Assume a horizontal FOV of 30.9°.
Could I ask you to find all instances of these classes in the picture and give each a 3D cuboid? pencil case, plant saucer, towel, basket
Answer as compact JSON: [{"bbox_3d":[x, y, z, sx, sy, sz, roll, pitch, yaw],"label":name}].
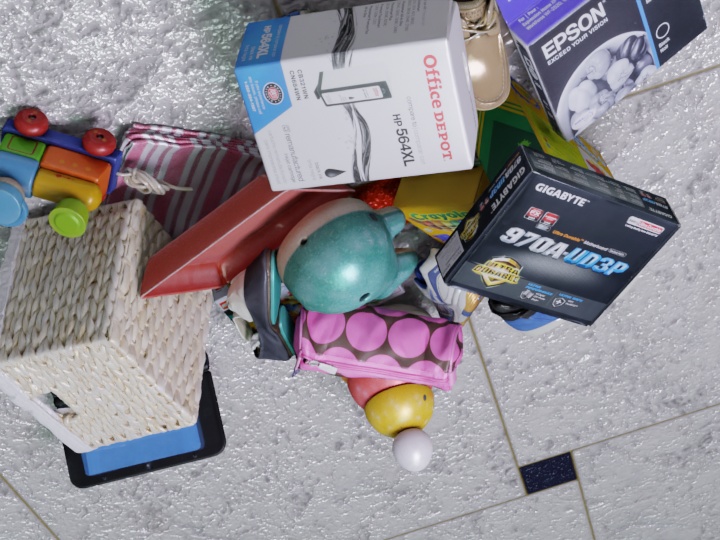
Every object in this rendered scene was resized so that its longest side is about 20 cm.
[{"bbox_3d":[0.021,0.092,1.521,0.199,0.094,0.091,6,119,-1],"label":"pencil case"},{"bbox_3d":[-0.123,-0.043,1.379,0.200,0.037,0.200,-34,172,18],"label":"plant saucer"},{"bbox_3d":[-0.175,-0.085,1.422,0.199,0.030,0.147,7,134,-22],"label":"towel"},{"bbox_3d":[-0.276,0.060,1.398,0.160,0.201,0.198,-12,141,20],"label":"basket"}]

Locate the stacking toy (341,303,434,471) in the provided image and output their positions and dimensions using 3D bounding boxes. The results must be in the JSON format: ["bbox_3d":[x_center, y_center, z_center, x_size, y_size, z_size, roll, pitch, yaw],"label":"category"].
[{"bbox_3d":[0.046,0.156,1.602,0.146,0.201,0.146,-13,151,-8],"label":"stacking toy"}]

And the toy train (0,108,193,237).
[{"bbox_3d":[-0.275,-0.078,1.308,0.199,0.116,0.085,16,132,-6],"label":"toy train"}]

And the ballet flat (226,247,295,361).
[{"bbox_3d":[-0.116,0.044,1.491,0.073,0.073,0.200,-13,146,-2],"label":"ballet flat"}]

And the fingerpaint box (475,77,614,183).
[{"bbox_3d":[0.208,-0.099,1.409,0.073,0.167,0.200,-39,133,21],"label":"fingerpaint box"}]

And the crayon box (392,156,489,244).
[{"bbox_3d":[0.127,-0.063,1.466,0.125,0.052,0.200,-1,154,47],"label":"crayon box"}]

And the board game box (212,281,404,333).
[{"bbox_3d":[-0.062,0.021,1.560,0.199,0.035,0.126,-25,137,11],"label":"board game box"}]

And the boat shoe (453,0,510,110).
[{"bbox_3d":[0.094,-0.243,1.232,0.071,0.065,0.201,-26,107,-6],"label":"boat shoe"}]

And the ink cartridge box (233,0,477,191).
[{"bbox_3d":[0.000,-0.163,1.216,0.199,0.084,0.146,-6,129,13],"label":"ink cartridge box"}]

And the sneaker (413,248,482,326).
[{"bbox_3d":[0.108,0.015,1.559,0.075,0.088,0.200,-55,173,-12],"label":"sneaker"}]

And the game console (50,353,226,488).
[{"bbox_3d":[-0.281,0.151,1.579,0.199,0.117,0.176,-14,138,-1],"label":"game console"}]

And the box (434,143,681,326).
[{"bbox_3d":[0.199,-0.030,1.322,0.199,0.046,0.159,17,127,-30],"label":"box"}]

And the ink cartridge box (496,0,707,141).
[{"bbox_3d":[0.244,-0.259,1.297,0.198,0.043,0.200,-39,135,-4],"label":"ink cartridge box"}]

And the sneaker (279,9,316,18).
[{"bbox_3d":[-0.049,-0.163,1.333,0.077,0.085,0.200,-16,138,2],"label":"sneaker"}]

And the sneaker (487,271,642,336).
[{"bbox_3d":[0.248,0.007,1.599,0.200,0.077,0.111,-31,145,26],"label":"sneaker"}]

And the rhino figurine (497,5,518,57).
[{"bbox_3d":[0.141,-0.239,1.318,0.199,0.060,0.088,6,111,-22],"label":"rhino figurine"}]

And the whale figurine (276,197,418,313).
[{"bbox_3d":[0.000,0.000,1.443,0.159,0.104,0.200,-44,148,15],"label":"whale figurine"}]
